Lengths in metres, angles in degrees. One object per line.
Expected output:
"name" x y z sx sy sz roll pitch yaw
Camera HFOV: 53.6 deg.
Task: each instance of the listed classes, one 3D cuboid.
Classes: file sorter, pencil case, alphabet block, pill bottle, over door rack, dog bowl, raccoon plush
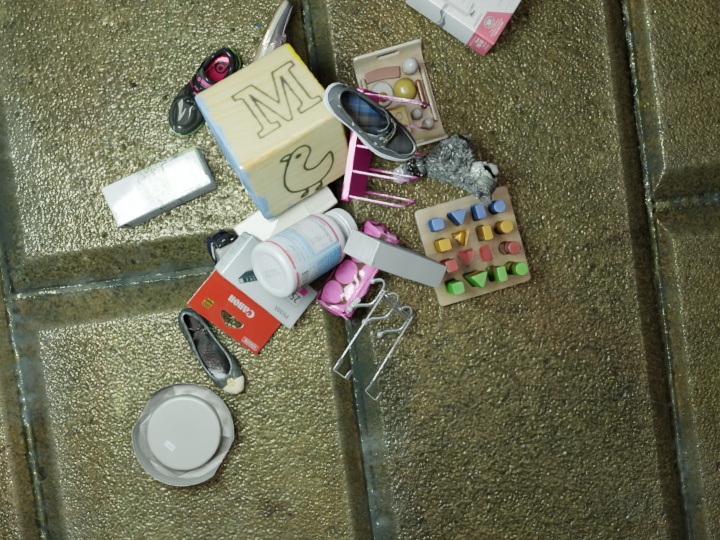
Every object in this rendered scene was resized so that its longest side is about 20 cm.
"file sorter" 0.053 -0.227 1.338 0.124 0.139 0.203 11 102 13
"pencil case" 0.000 0.000 1.405 0.090 0.094 0.201 31 90 -22
"alphabet block" -0.153 -0.251 1.305 0.199 0.196 0.197 -32 67 -6
"pill bottle" -0.097 -0.039 1.322 0.199 0.108 0.109 -34 94 -39
"over door rack" 0.019 0.131 1.377 0.066 0.148 0.202 13 72 35
"dog bowl" -0.345 0.317 1.407 0.197 0.059 0.203 0 91 -3
"raccoon plush" 0.176 -0.172 1.407 0.199 0.096 0.135 -27 70 24

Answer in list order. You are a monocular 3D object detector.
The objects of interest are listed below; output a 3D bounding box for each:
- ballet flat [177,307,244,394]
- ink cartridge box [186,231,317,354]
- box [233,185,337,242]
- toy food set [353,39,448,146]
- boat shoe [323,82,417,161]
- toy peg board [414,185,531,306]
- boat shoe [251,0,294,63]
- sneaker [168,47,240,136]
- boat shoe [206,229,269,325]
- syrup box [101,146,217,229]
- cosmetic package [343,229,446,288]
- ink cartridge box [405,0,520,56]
"ballet flat" -0.299 0.163 1.407 0.066 0.057 0.201 -36 94 -1
"ink cartridge box" -0.203 0.052 1.363 0.174 0.043 0.200 -52 127 -7
"box" -0.145 -0.107 1.405 0.199 0.068 0.083 -34 92 -2
"toy food set" 0.081 -0.342 1.418 0.142 0.060 0.202 -17 93 -3
"boat shoe" 0.027 -0.247 1.196 0.199 0.066 0.070 36 88 -29
"toy peg board" 0.232 -0.049 1.418 0.198 0.098 0.202 -16 93 -4
"boat shoe" -0.169 -0.429 1.398 0.064 0.072 0.202 23 86 -17
"sneaker" -0.310 -0.353 1.379 0.076 0.084 0.201 33 89 -3
"boat shoe" -0.240 0.008 1.407 0.074 0.093 0.202 -28 121 -21
"syrup box" -0.387 -0.159 1.381 0.198 0.081 0.079 -26 91 -2
"cosmetic package" 0.068 -0.021 1.334 0.199 0.082 0.051 18 99 -45
"ink cartridge box" 0.209 -0.549 1.410 0.199 0.083 0.147 32 89 -4
